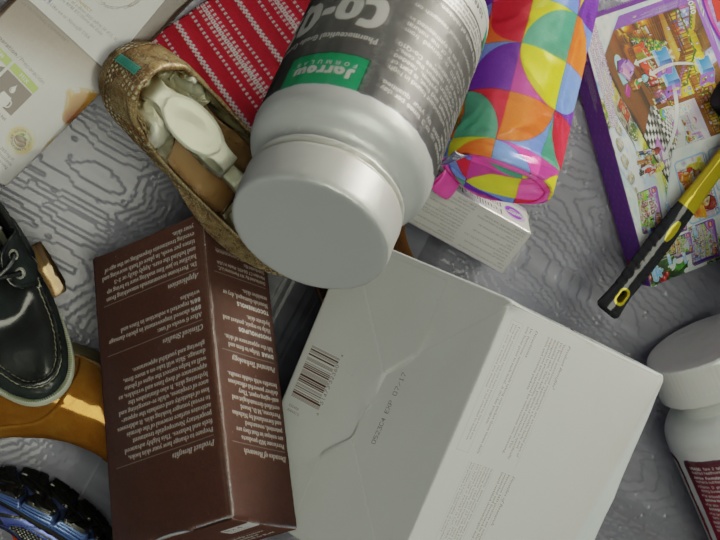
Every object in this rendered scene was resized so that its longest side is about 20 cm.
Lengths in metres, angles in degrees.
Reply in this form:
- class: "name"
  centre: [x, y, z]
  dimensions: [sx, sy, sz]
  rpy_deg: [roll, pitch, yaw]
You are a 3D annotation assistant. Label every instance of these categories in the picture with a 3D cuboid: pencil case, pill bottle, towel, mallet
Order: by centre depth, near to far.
- class: "pill bottle"
  centre: [0.001, -0.095, 0.973]
  dimensions: [0.113, 0.113, 0.201]
  rpy_deg: [33, 52, -16]
- class: "towel"
  centre: [-0.040, -0.144, 1.095]
  dimensions: [0.199, 0.023, 0.145]
  rpy_deg: [-34, 69, -8]
- class: "pencil case"
  centre: [0.109, -0.144, 1.117]
  dimensions: [0.088, 0.088, 0.202]
  rpy_deg: [22, 75, -16]
- class: "mallet"
  centre: [0.229, -0.057, 1.166]
  dimensions: [0.200, 0.041, 0.066]
  rpy_deg: [-46, 108, -3]
- class: "pill bottle"
  centre: [0.291, 0.139, 1.210]
  dimensions: [0.109, 0.110, 0.201]
  rpy_deg: [-27, 104, -10]

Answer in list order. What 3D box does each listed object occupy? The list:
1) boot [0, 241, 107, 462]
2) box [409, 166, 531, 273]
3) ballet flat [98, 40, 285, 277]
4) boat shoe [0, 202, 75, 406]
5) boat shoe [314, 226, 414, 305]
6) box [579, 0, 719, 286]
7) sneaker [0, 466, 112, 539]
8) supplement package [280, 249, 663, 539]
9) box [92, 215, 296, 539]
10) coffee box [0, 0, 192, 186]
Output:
- class: "boot"
  centre: [-0.231, 0.095, 1.095]
  dimensions: [0.143, 0.071, 0.202]
  rpy_deg: [-30, 99, -4]
- class: "box"
  centre: [0.027, -0.065, 1.146]
  dimensions: [0.199, 0.039, 0.042]
  rpy_deg: [27, 116, -16]
- class: "ballet flat"
  centre: [-0.082, -0.059, 1.009]
  dimensions: [0.200, 0.065, 0.071]
  rpy_deg: [42, 86, -25]
- class: "boat shoe"
  centre: [-0.244, -0.007, 1.032]
  dimensions: [0.074, 0.066, 0.201]
  rpy_deg: [-24, 74, -14]
- class: "boat shoe"
  centre: [0.000, 0.000, 1.133]
  dimensions: [0.070, 0.070, 0.202]
  rpy_deg: [-33, 129, -34]
- class: "box"
  centre: [0.239, -0.105, 1.201]
  dimensions: [0.136, 0.039, 0.202]
  rpy_deg: [-19, 101, -12]
- class: "sneaker"
  centre: [-0.193, 0.207, 1.113]
  dimensions: [0.200, 0.075, 0.079]
  rpy_deg: [40, 90, -14]
- class: "supplement package"
  centre: [0.063, 0.109, 1.087]
  dimensions: [0.199, 0.146, 0.193]
  rpy_deg: [24, 90, -49]
- class: "box"
  centre: [-0.108, 0.077, 1.052]
  dimensions: [0.075, 0.100, 0.202]
  rpy_deg: [23, 54, -51]
- class: "coffee box"
  centre: [-0.185, -0.155, 1.045]
  dimensions: [0.200, 0.114, 0.080]
  rpy_deg: [-46, 106, -4]
